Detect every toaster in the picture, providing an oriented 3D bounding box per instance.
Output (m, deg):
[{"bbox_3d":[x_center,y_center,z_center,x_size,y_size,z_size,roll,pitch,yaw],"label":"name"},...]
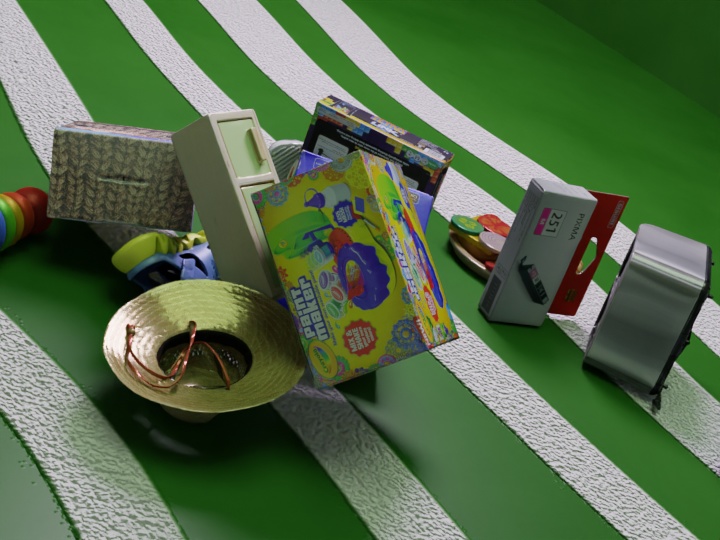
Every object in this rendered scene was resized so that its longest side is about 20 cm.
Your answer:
[{"bbox_3d":[0.392,0.055,1.584,0.118,0.182,0.200,23,24,9],"label":"toaster"}]

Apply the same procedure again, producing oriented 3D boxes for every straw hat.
[{"bbox_3d":[-0.155,0.100,1.143,0.199,0.086,0.202,9,36,-7],"label":"straw hat"}]

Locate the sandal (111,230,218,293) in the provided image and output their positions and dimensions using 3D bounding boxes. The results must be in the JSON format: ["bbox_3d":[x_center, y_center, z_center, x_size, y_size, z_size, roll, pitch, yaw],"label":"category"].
[{"bbox_3d":[-0.198,0.004,1.332,0.199,0.079,0.088,-13,74,-59],"label":"sandal"}]

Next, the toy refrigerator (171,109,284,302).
[{"bbox_3d":[-0.122,-0.065,1.241,0.076,0.070,0.202,-16,85,-53],"label":"toy refrigerator"}]

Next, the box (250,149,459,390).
[{"bbox_3d":[0.000,0.000,1.194,0.193,0.121,0.202,-4,75,-76],"label":"box"}]

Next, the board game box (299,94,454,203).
[{"bbox_3d":[0.009,-0.126,1.631,0.199,0.166,0.057,28,27,10],"label":"board game box"}]

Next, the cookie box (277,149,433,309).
[{"bbox_3d":[-0.024,-0.012,1.354,0.170,0.202,0.075,19,-20,-9],"label":"cookie box"}]

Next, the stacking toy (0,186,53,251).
[{"bbox_3d":[-0.400,-0.052,1.261,0.085,0.086,0.200,27,20,9],"label":"stacking toy"}]

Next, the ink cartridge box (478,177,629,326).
[{"bbox_3d":[0.271,-0.017,1.594,0.172,0.201,0.044,7,27,-28],"label":"ink cartridge box"}]

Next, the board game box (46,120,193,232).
[{"bbox_3d":[-0.268,-0.113,1.360,0.158,0.098,0.200,6,9,-9],"label":"board game box"}]

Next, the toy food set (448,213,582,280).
[{"bbox_3d":[0.225,-0.027,1.756,0.199,0.049,0.197,36,28,25],"label":"toy food set"}]

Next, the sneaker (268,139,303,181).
[{"bbox_3d":[-0.068,-0.158,1.757,0.199,0.073,0.114,18,19,-34],"label":"sneaker"}]
